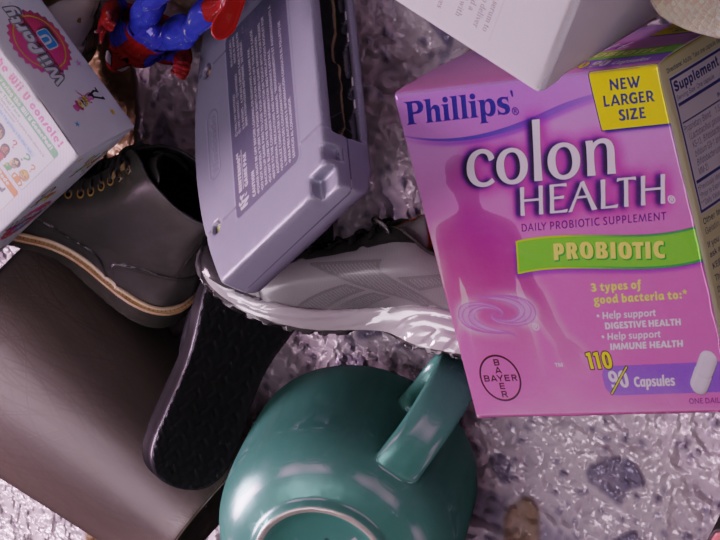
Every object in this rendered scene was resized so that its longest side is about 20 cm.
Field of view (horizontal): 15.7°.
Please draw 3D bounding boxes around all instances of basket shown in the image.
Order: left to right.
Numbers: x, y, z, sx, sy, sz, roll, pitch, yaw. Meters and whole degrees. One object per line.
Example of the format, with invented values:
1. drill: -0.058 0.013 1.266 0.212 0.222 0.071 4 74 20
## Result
1. basket: -0.170 0.094 1.720 0.200 0.136 0.181 39 102 9

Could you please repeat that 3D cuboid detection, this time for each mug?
1. mug: -0.010 0.138 1.599 0.151 0.114 0.186 7 120 11

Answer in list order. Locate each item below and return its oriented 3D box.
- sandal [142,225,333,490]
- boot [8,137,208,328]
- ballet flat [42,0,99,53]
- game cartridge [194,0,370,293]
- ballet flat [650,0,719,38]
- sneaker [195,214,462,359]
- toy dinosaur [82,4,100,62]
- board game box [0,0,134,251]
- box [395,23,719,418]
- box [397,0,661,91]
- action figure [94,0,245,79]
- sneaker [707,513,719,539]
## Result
1. sandal: -0.085 0.039 1.636 0.201 0.075 0.048 -62 29 4
2. boot: -0.173 -0.062 1.636 0.200 0.078 0.138 29 147 -2
3. ballet flat: -0.203 -0.189 1.618 0.071 0.069 0.201 -19 108 0
4. game cartridge: -0.050 -0.093 1.535 0.133 0.041 0.201 -37 44 38
5. ballet flat: 0.242 -0.152 1.324 0.199 0.062 0.068 6 71 18
6. sneaker: 0.000 0.000 1.568 0.199 0.074 0.080 7 104 4
7. toy dinosaur: -0.200 -0.185 1.672 0.088 0.047 0.201 20 119 12
8. board game box: -0.254 -0.083 1.603 0.200 0.064 0.148 -39 86 37
9. box: 0.136 -0.027 1.459 0.175 0.097 0.201 -3 108 38
10. box: 0.071 -0.209 1.388 0.200 0.152 0.107 34 127 19
11. action figure: -0.125 -0.147 1.588 0.065 0.052 0.200 31 168 -13
12. sneaker: 0.272 0.105 1.449 0.087 0.074 0.200 32 131 5
